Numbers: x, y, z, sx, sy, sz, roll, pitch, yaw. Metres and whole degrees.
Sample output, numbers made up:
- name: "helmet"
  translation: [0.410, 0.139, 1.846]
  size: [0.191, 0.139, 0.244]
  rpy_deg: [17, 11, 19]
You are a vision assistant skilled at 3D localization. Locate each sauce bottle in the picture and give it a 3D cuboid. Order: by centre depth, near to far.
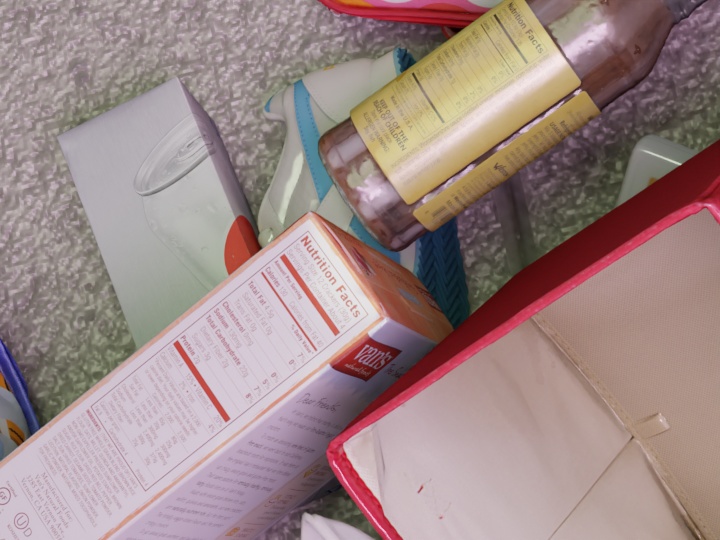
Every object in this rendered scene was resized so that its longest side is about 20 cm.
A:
- name: "sauce bottle"
  translation: [0.078, -0.086, 0.839]
  size: [0.200, 0.065, 0.065]
  rpy_deg: [-34, 70, 7]

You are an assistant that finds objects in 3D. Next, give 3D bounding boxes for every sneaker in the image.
- name: "sneaker"
  translation: [0.000, 0.000, 0.916]
  size: [0.081, 0.077, 0.201]
  rpy_deg: [-12, 66, 19]

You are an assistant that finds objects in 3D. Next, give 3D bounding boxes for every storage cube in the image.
- name: "storage cube"
  translation: [0.132, 0.058, 0.715]
  size: [0.200, 0.180, 0.171]
  rpy_deg: [-36, 91, 32]

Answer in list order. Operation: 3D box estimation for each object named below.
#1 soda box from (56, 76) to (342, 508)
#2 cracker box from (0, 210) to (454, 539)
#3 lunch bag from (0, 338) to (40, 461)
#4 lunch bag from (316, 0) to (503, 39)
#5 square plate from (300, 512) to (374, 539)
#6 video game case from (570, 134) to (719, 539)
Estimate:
- name: "soda box"
  translation: [-0.071, 0.016, 0.927]
  size: [0.068, 0.063, 0.200]
  rpy_deg: [-24, 71, 5]
- name: "cracker box"
  translation: [-0.060, 0.069, 0.801]
  size: [0.200, 0.134, 0.058]
  rpy_deg: [-38, 71, 8]
- name: "lunch bag"
  translation: [-0.228, 0.109, 0.908]
  size: [0.170, 0.124, 0.200]
  rpy_deg: [-26, 78, 6]
- name: "lunch bag"
  translation: [0.064, -0.178, 0.913]
  size: [0.200, 0.082, 0.177]
  rpy_deg: [8, 114, 27]
- name: "square plate"
  translation: [0.047, 0.194, 0.706]
  size: [0.028, 0.198, 0.200]
  rpy_deg: [-33, 63, -22]
- name: "video game case"
  translation: [0.171, 0.066, 0.817]
  size: [0.182, 0.022, 0.200]
  rpy_deg: [23, 119, 18]
